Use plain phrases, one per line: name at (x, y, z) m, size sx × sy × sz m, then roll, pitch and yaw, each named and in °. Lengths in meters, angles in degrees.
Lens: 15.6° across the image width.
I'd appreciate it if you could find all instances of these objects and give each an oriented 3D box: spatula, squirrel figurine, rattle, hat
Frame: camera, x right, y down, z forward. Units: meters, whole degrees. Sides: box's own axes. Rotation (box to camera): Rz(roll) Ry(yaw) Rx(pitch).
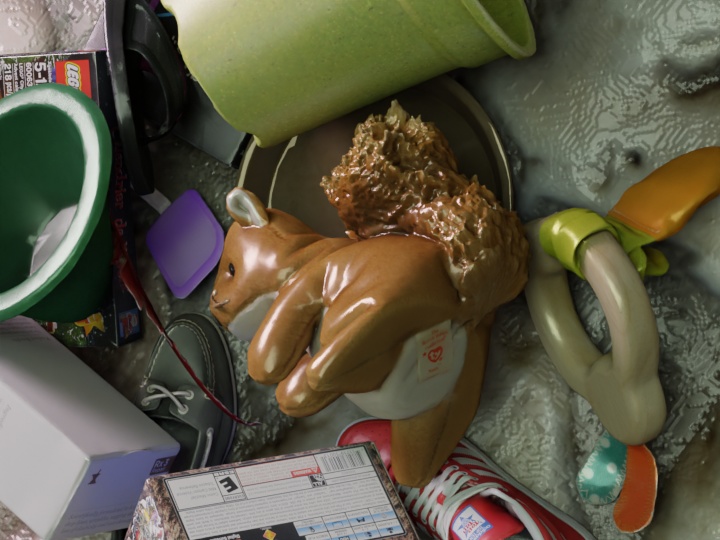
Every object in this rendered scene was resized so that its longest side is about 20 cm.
spatula at (-0.159, -0.070, 1.804) m, size 0.057 × 0.021 × 0.200 m, roll -45°, pitch 71°, yaw 17°
squirrel figurine at (0.000, 0.000, 1.645) m, size 0.186 × 0.141 × 0.200 m, roll 34°, pitch 87°, yaw 44°
rattle at (0.186, 0.044, 1.653) m, size 0.130 × 0.142 × 0.201 m, roll -20°, pitch 95°, yaw 51°
hat at (-0.180, 0.001, 1.757) m, size 0.165 × 0.176 × 0.201 m, roll -18°, pitch 55°, yaw 30°

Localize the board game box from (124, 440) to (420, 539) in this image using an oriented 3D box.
board game box at (-0.037, 0.221, 1.604) m, size 0.201 × 0.159 × 0.097 m, roll 64°, pitch 148°, yaw 33°

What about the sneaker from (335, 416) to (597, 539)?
sneaker at (0.056, 0.149, 1.652) m, size 0.199 × 0.112 × 0.072 m, roll 28°, pitch 96°, yaw 21°

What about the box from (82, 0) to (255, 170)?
box at (-0.094, -0.187, 1.780) m, size 0.143 × 0.036 × 0.201 m, roll 29°, pitch 99°, yaw 21°

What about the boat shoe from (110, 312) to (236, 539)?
boat shoe at (-0.128, 0.128, 1.757) m, size 0.066 × 0.057 × 0.201 m, roll 7°, pitch 89°, yaw 22°

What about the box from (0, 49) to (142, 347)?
box at (-0.224, -0.048, 1.798) m, size 0.136 × 0.038 × 0.201 m, roll -1°, pitch 97°, yaw 24°

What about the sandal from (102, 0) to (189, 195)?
sandal at (-0.142, -0.152, 1.742) m, size 0.048 × 0.075 × 0.202 m, roll -5°, pitch 84°, yaw 5°

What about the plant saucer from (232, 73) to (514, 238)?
plant saucer at (0.011, -0.041, 1.730) m, size 0.199 × 0.029 × 0.201 m, roll -1°, pitch 86°, yaw 22°

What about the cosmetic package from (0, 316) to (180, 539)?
cosmetic package at (-0.226, 0.090, 1.725) m, size 0.200 × 0.101 × 0.074 m, roll 39°, pitch 112°, yaw 27°

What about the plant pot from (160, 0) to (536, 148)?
plant pot at (-0.018, -0.178, 1.655) m, size 0.184 × 0.200 × 0.201 m, roll -29°, pitch 76°, yaw 15°
